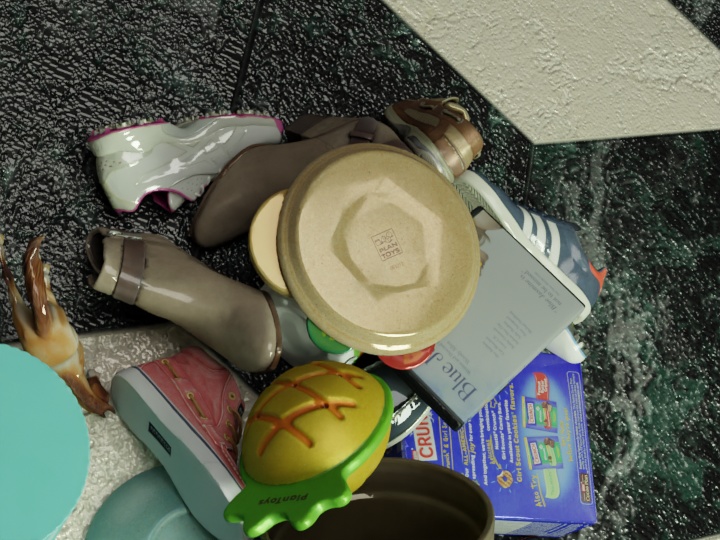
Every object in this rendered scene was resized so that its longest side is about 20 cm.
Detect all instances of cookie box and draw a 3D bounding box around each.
[{"bbox_3d":[0.115,0.161,1.514,0.199,0.075,0.172,7,65,-22],"label":"cookie box"}]

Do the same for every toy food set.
[{"bbox_3d":[0.015,-0.015,1.400,0.200,0.049,0.198,-41,92,-27],"label":"toy food set"}]

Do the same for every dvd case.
[{"bbox_3d":[0.099,0.039,1.459,0.143,0.018,0.200,44,55,10],"label":"dvd case"}]

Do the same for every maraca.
[{"bbox_3d":[-0.042,0.148,1.314,0.107,0.136,0.200,62,28,-25],"label":"maraca"}]

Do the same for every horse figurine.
[{"bbox_3d":[-0.263,0.044,1.343,0.050,0.200,0.133,-20,69,-8],"label":"horse figurine"}]

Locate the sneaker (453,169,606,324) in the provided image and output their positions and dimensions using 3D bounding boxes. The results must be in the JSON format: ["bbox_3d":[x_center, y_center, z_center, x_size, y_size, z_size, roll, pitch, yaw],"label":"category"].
[{"bbox_3d":[0.174,-0.039,1.633,0.200,0.075,0.085,48,59,-11],"label":"sneaker"}]

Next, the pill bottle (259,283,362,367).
[{"bbox_3d":[0.000,0.000,1.510,0.111,0.111,0.200,44,58,-1],"label":"pill bottle"}]

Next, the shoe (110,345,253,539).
[{"bbox_3d":[-0.128,0.146,1.388,0.091,0.072,0.200,-23,55,-34],"label":"shoe"}]

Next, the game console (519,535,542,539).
[{"bbox_3d":[0.138,0.362,1.465,0.176,0.031,0.201,-15,76,-29],"label":"game console"}]

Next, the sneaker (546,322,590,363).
[{"bbox_3d":[0.142,0.034,1.561,0.200,0.072,0.073,40,86,29],"label":"sneaker"}]

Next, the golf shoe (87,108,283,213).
[{"bbox_3d":[-0.162,-0.105,1.517,0.199,0.075,0.092,-10,93,-28],"label":"golf shoe"}]

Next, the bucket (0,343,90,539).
[{"bbox_3d":[-0.319,0.159,1.283,0.206,0.135,0.208,9,65,-20],"label":"bucket"}]

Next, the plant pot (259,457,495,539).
[{"bbox_3d":[0.017,0.281,1.345,0.199,0.200,0.175,-15,114,-29],"label":"plant pot"}]

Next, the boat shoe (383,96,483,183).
[{"bbox_3d":[0.077,-0.134,1.568,0.072,0.200,0.076,-34,114,2],"label":"boat shoe"}]

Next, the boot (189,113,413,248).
[{"bbox_3d":[-0.048,-0.073,1.488,0.146,0.070,0.200,29,70,39],"label":"boot"}]

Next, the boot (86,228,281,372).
[{"bbox_3d":[-0.163,0.023,1.393,0.146,0.200,0.071,19,99,-28],"label":"boot"}]

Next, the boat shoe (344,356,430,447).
[{"bbox_3d":[-0.012,0.129,1.431,0.199,0.062,0.075,-32,59,-1],"label":"boat shoe"}]

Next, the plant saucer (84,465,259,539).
[{"bbox_3d":[-0.141,0.260,1.377,0.200,0.039,0.202,9,65,-20],"label":"plant saucer"}]
